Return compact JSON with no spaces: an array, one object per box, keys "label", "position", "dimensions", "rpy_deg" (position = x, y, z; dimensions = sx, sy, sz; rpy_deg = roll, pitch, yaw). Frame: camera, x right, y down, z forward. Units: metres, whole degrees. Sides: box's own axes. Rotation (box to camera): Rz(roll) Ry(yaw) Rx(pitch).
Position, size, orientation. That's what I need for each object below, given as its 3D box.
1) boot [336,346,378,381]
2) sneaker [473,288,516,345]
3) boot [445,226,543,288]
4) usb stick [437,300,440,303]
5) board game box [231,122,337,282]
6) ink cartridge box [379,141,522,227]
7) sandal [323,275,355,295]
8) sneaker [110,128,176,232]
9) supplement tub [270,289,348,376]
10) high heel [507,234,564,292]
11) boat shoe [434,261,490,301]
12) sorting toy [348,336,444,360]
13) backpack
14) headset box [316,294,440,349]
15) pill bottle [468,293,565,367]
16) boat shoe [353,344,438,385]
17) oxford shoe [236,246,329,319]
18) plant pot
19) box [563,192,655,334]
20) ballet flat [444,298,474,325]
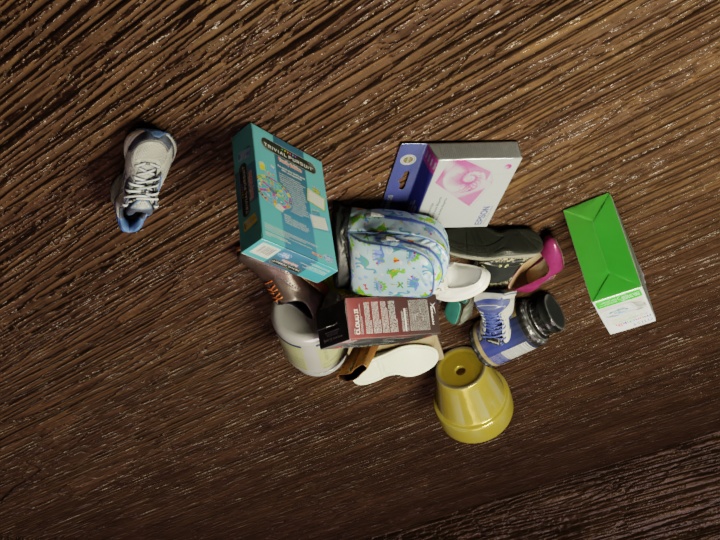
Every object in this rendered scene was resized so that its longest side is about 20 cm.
[{"label":"boot","position":[0.037,0.114,1.583],"dimensions":[0.068,0.200,0.188],"rpy_deg":[43,138,-13]},{"label":"sneaker","position":[0.281,0.096,1.633],"dimensions":[0.080,0.116,0.199],"rpy_deg":[4,178,17]},{"label":"boot","position":[0.231,-0.020,1.534],"dimensions":[0.202,0.074,0.154],"rpy_deg":[1,152,-15]},{"label":"usb stick","position":[0.137,0.015,1.603],"dimensions":[0.055,0.033,0.200],"rpy_deg":[-2,151,7]},{"label":"board game box","position":[-0.112,-0.097,1.165],"dimensions":[0.047,0.201,0.150],"rpy_deg":[-30,145,31]},{"label":"ink cartridge box","position":[0.146,-0.138,1.334],"dimensions":[0.198,0.044,0.197],"rpy_deg":[-4,150,-13]},{"label":"sandal","position":[0.000,0.000,1.491],"dimensions":[0.198,0.088,0.080],"rpy_deg":[9,158,10]},{"label":"sneaker","position":[-0.317,-0.126,1.171],"dimensions":[0.076,0.086,0.200],"rpy_deg":[5,146,-25]},{"label":"supplement tub","position":[-0.095,0.118,1.596],"dimensions":[0.144,0.146,0.200],"rpy_deg":[-9,150,-1]},{"label":"high heel","position":[0.347,-0.006,1.588],"dimensions":[0.095,0.068,0.200],"rpy_deg":[-21,153,-2]},{"label":"boat shoe","position":[0.141,0.012,1.481],"dimensions":[0.199,0.071,0.069],"rpy_deg":[-4,144,34]},{"label":"sorting toy","position":[0.073,0.152,1.783],"dimensions":[0.197,0.070,0.200],"rpy_deg":[-14,150,7]},{"label":"backpack","position":[0.054,-0.028,1.363],"dimensions":[0.198,0.154,0.164],"rpy_deg":[-3,127,-7]},{"label":"headset box","position":[0.021,0.094,1.435],"dimensions":[0.198,0.078,0.149],"rpy_deg":[-3,169,-25]},{"label":"pill bottle","position":[0.352,0.132,1.789],"dimensions":[0.199,0.113,0.111],"rpy_deg":[-31,144,31]},{"label":"boat shoe","position":[0.071,0.199,1.752],"dimensions":[0.198,0.073,0.062],"rpy_deg":[-14,-166,-6]},{"label":"oxford shoe","position":[-0.146,0.020,1.449],"dimensions":[0.199,0.073,0.071],"rpy_deg":[31,154,-25]},{"label":"plant pot","position":[0.267,0.296,1.982],"dimensions":[0.199,0.202,0.189],"rpy_deg":[-16,135,10]},{"label":"box","position":[0.470,-0.010,1.491],"dimensions":[0.096,0.201,0.176],"rpy_deg":[-20,150,19]},{"label":"ballet flat","position":[0.218,0.047,1.669],"dimensions":[0.063,0.068,0.200],"rpy_deg":[-31,156,-19]}]
